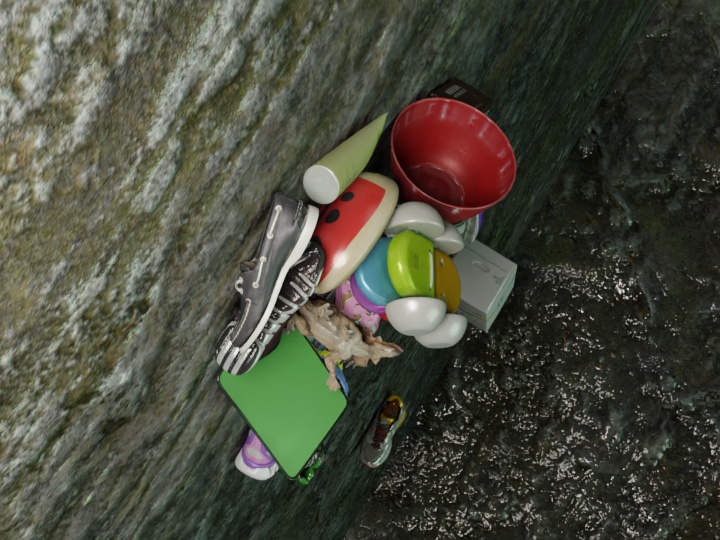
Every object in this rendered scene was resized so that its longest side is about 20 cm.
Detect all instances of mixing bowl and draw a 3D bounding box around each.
[{"bbox_3d":[0.124,-0.146,1.661,0.201,0.199,0.109,-50,172,-36],"label":"mixing bowl"}]

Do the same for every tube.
[{"bbox_3d":[-0.012,-0.147,1.448,0.053,0.057,0.200,66,29,-15],"label":"tube"}]

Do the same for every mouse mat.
[{"bbox_3d":[-0.104,0.168,1.545,0.161,0.007,0.202,-50,119,-35],"label":"mouse mat"}]

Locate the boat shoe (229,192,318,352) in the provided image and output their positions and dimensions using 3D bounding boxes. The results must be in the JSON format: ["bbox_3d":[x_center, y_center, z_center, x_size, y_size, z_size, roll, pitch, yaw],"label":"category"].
[{"bbox_3d":[-0.118,0.002,1.333,0.202,0.060,0.074,-62,-166,16],"label":"boat shoe"}]

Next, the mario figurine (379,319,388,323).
[{"bbox_3d":[0.059,0.001,1.729,0.200,0.106,0.124,-45,-173,42],"label":"mario figurine"}]

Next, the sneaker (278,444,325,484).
[{"bbox_3d":[-0.092,0.301,1.996,0.078,0.084,0.202,-42,157,-52],"label":"sneaker"}]

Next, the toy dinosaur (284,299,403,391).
[{"bbox_3d":[-0.041,0.081,1.572,0.086,0.200,0.136,-43,-178,15],"label":"toy dinosaur"}]

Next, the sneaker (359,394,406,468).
[{"bbox_3d":[0.052,0.400,2.786,0.083,0.077,0.202,81,31,-63],"label":"sneaker"}]

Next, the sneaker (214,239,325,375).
[{"bbox_3d":[-0.111,0.043,1.443,0.201,0.075,0.115,-51,172,5],"label":"sneaker"}]

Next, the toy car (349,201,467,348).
[{"bbox_3d":[0.061,0.012,1.531,0.200,0.147,0.179,31,56,-62],"label":"toy car"}]

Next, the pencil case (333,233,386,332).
[{"bbox_3d":[0.000,0.000,1.632,0.083,0.085,0.203,-76,173,-64],"label":"pencil case"}]

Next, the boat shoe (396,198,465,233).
[{"bbox_3d":[0.089,-0.093,1.727,0.197,0.071,0.065,2,112,-36],"label":"boat shoe"}]

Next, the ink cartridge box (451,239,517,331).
[{"bbox_3d":[0.284,0.034,2.702,0.146,0.146,0.200,-57,166,-10],"label":"ink cartridge box"}]

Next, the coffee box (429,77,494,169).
[{"bbox_3d":[0.131,-0.196,1.799,0.113,0.079,0.202,-38,155,-56],"label":"coffee box"}]

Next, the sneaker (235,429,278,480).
[{"bbox_3d":[-0.126,0.253,1.801,0.200,0.079,0.090,-40,149,-53],"label":"sneaker"}]

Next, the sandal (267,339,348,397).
[{"bbox_3d":[-0.079,0.152,1.615,0.079,0.088,0.199,-43,144,20],"label":"sandal"}]

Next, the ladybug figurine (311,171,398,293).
[{"bbox_3d":[-0.022,-0.057,1.481,0.135,0.072,0.202,-24,-149,55],"label":"ladybug figurine"}]

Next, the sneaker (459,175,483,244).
[{"bbox_3d":[0.189,-0.126,1.841,0.100,0.069,0.201,-56,168,-26],"label":"sneaker"}]

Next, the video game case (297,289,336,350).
[{"bbox_3d":[-0.068,0.084,1.736,0.200,0.035,0.183,-50,162,-38],"label":"video game case"}]
